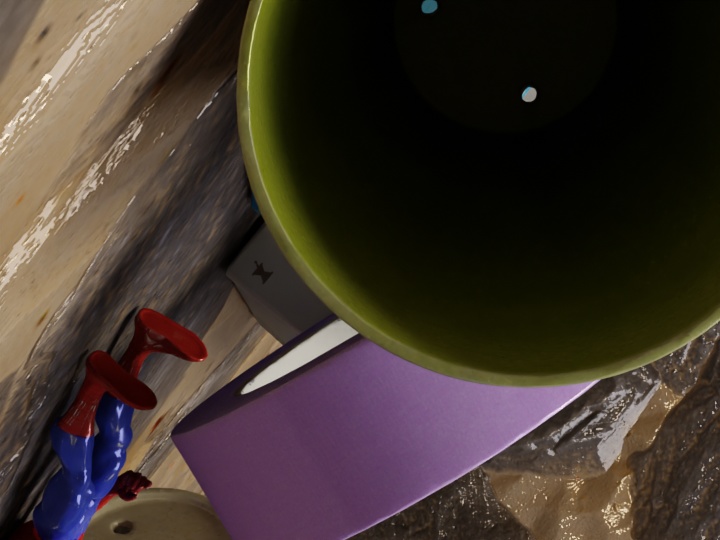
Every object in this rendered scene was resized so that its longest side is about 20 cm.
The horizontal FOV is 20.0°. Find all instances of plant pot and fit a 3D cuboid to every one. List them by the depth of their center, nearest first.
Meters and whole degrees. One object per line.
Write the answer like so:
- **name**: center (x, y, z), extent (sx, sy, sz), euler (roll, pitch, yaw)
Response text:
- **plant pot**: center (0.055, -0.076, 0.727), extent (0.187, 0.187, 0.200), euler (-54, -173, 11)

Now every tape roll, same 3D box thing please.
- **tape roll**: center (0.021, 0.042, 0.846), extent (0.200, 0.066, 0.200), euler (-32, -177, 2)

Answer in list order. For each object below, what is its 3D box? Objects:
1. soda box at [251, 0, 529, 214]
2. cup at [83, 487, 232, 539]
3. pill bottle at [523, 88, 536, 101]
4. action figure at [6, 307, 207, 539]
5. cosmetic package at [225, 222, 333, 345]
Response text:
- **soda box**: center (0.038, -0.090, 0.899), extent (0.200, 0.068, 0.064), euler (-51, 175, -11)
- **cup**: center (-0.104, 0.199, 1.048), extent (0.200, 0.200, 0.144), euler (-45, 145, -47)
- **pill bottle**: center (0.085, -0.084, 1.064), extent (0.114, 0.114, 0.200), euler (-51, 173, -10)
- **action figure**: center (-0.126, 0.103, 0.897), extent (0.200, 0.052, 0.065), euler (-55, 178, 40)
- **cosmetic package**: center (0.000, 0.000, 1.050), extent (0.108, 0.085, 0.200), euler (-49, 175, -4)
